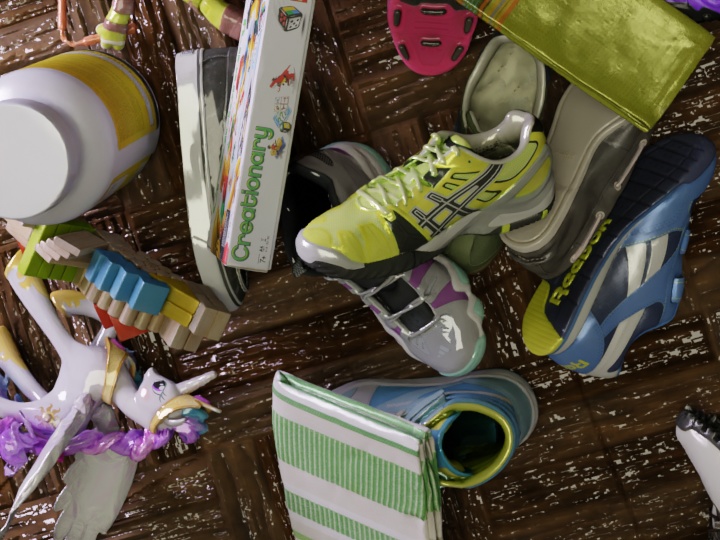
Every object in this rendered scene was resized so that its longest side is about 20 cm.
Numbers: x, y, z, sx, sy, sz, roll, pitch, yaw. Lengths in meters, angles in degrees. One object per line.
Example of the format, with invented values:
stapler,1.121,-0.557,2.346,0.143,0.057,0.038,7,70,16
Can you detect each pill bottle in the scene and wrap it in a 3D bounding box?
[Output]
pill bottle,-0.220,-0.095,1.402,0.112,0.200,0.112,2,102,8

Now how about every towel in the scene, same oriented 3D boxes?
towel,0.143,-0.186,1.353,0.200,0.018,0.086,35,90,0
towel,0.003,0.174,1.429,0.152,0.023,0.200,19,134,34

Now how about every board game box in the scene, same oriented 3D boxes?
board game box,-0.071,-0.104,1.361,0.035,0.126,0.200,9,94,-11

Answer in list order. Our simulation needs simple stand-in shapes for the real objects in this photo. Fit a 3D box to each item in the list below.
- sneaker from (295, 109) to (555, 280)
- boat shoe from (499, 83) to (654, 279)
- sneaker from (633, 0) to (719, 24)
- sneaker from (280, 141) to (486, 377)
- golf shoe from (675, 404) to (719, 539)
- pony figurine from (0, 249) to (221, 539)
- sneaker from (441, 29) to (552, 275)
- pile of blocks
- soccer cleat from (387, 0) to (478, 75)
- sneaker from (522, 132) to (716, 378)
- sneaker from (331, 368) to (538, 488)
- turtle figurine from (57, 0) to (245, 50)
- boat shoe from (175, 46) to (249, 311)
sneaker,0.042,-0.055,1.325,0.200,0.075,0.076,-23,128,-25
boat shoe,0.169,-0.084,1.412,0.067,0.057,0.200,24,74,39
sneaker,0.220,-0.198,1.391,0.200,0.070,0.100,29,99,12
sneaker,0.000,0.000,1.399,0.078,0.140,0.200,-43,76,28
golf shoe,0.281,0.195,1.435,0.094,0.078,0.200,-37,90,12
pony figurine,-0.223,0.110,1.474,0.200,0.167,0.193,36,91,19
sneaker,0.091,-0.090,1.413,0.067,0.090,0.200,19,100,8
pile of blocks,-0.193,0.011,1.429,0.200,0.082,0.062,30,106,17
soccer cleat,0.052,-0.243,1.415,0.070,0.086,0.200,-2,121,6
sneaker,0.201,-0.009,1.420,0.082,0.074,0.200,34,93,-26
sneaker,0.028,0.124,1.435,0.200,0.131,0.080,-15,96,11
turtle figurine,-0.141,-0.242,1.441,0.161,0.064,0.200,21,101,5
boat shoe,-0.096,-0.067,1.456,0.064,0.071,0.200,-5,100,5
